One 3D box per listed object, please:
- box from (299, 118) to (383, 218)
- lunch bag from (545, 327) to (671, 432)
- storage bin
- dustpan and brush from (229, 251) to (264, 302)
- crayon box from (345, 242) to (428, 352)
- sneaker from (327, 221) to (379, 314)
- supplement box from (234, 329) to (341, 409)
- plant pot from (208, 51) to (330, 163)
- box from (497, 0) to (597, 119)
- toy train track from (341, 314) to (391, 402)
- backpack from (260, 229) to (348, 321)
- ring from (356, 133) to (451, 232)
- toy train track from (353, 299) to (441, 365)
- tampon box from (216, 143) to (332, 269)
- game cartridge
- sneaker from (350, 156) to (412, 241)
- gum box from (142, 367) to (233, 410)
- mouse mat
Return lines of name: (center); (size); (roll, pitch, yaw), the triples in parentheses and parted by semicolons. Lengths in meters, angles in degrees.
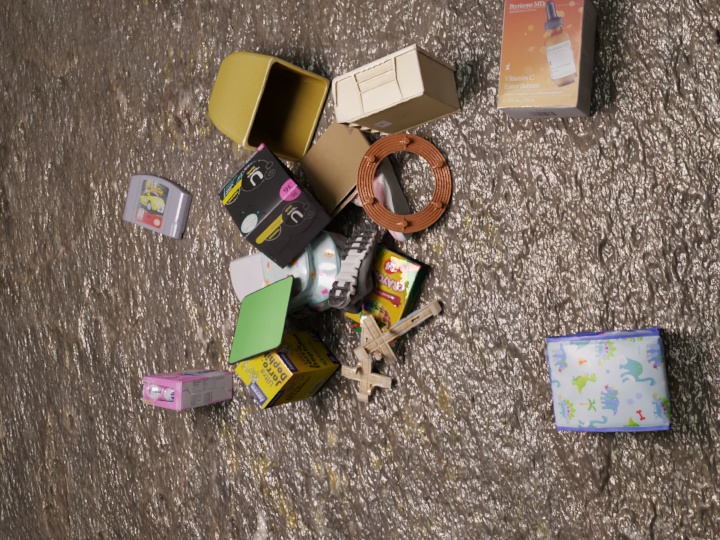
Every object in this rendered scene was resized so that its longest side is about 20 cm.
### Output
box: (-0.046, -0.230, 1.640); (0.164, 0.021, 0.201); (-47, 46, 19)
lunch bag: (0.435, 0.193, 1.352); (0.197, 0.127, 0.173); (-8, 86, 19)
storage bin: (0.073, -0.346, 1.521); (0.196, 0.199, 0.095); (-15, 85, 28)
dustpan and brush: (-0.236, 0.068, 1.780); (0.138, 0.057, 0.203); (-14, 76, 39)
crayon box: (0.049, 0.058, 1.613); (0.126, 0.051, 0.202); (25, 102, 27)
sneaker: (0.000, 0.000, 1.576); (0.066, 0.090, 0.202); (5, 66, 40)
supplement box: (-0.151, 0.207, 1.639); (0.109, 0.199, 0.110); (48, 111, 20)
plant pot: (-0.224, -0.374, 1.701); (0.199, 0.193, 0.198); (27, 102, 36)
box: (0.346, -0.392, 1.420); (0.150, 0.106, 0.203); (4, 92, 29)
toy train track: (0.008, 0.190, 1.603); (0.113, 0.033, 0.203); (11, 114, 21)
backpack: (-0.110, 0.002, 1.646); (0.198, 0.153, 0.178); (-18, 70, 25)
ring: (0.090, -0.177, 1.542); (0.197, 0.019, 0.204); (1, 87, -10)
toy train track: (0.078, 0.124, 1.557); (0.199, 0.033, 0.115); (-32, 108, -2)
tampon box: (-0.181, -0.134, 1.584); (0.150, 0.126, 0.200); (-45, 42, 5)
game cartridge: (-0.517, -0.169, 1.944); (0.198, 0.041, 0.135); (18, 94, 28)
sneaker: (0.036, -0.139, 1.611); (0.104, 0.075, 0.203); (-27, 74, 28)
gum box: (-0.400, 0.273, 1.777); (0.112, 0.199, 0.067); (3, 91, 27)
mouse mat: (-0.205, 0.103, 1.577); (0.199, 0.007, 0.163); (-22, 51, 45)
